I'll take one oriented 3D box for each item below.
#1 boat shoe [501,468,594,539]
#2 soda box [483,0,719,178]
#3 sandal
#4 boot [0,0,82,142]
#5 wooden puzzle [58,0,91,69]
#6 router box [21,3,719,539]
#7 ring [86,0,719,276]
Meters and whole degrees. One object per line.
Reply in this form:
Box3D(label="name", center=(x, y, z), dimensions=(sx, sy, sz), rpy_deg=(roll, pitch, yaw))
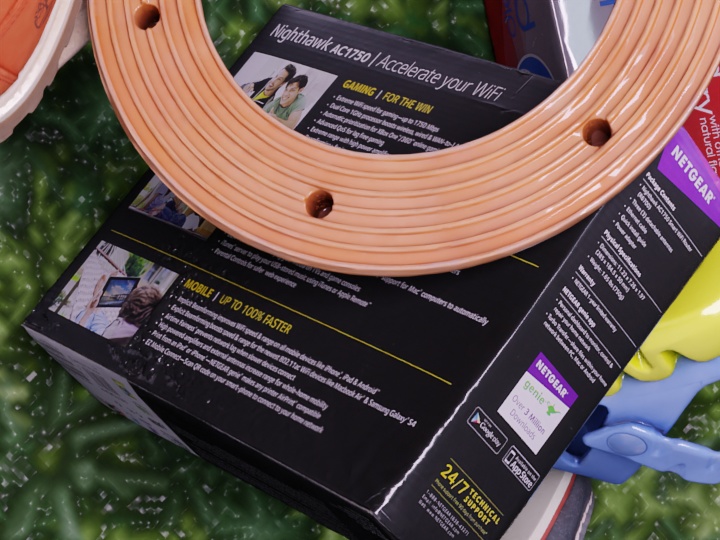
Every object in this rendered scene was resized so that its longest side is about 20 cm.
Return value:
Box3D(label="boat shoe", center=(0.031, 0.151, 0.818), dimensions=(0.062, 0.071, 0.201), rpy_deg=(37, 71, -22))
Box3D(label="soda box", center=(0.085, -0.091, 0.852), dimensions=(0.063, 0.070, 0.201), rpy_deg=(-11, 89, -16))
Box3D(label="sandal", center=(0.063, 0.043, 0.783), dimensions=(0.087, 0.199, 0.080), rpy_deg=(48, 48, -30))
Box3D(label="boot", center=(-0.097, -0.142, 0.676), dimensions=(0.075, 0.107, 0.201), rpy_deg=(13, 75, 5))
Box3D(label="wooden puzzle", center=(-0.160, -0.126, 0.737), dimensions=(0.185, 0.037, 0.200), rpy_deg=(46, 77, 0))
Box3D(label="router box", center=(0.000, 0.000, 0.754), dimensions=(0.149, 0.200, 0.051), rpy_deg=(-52, 129, -13))
Box3D(label="ring", center=(0.015, -0.094, 0.705), dimensions=(0.199, 0.019, 0.202), rpy_deg=(-3, 73, 11))
